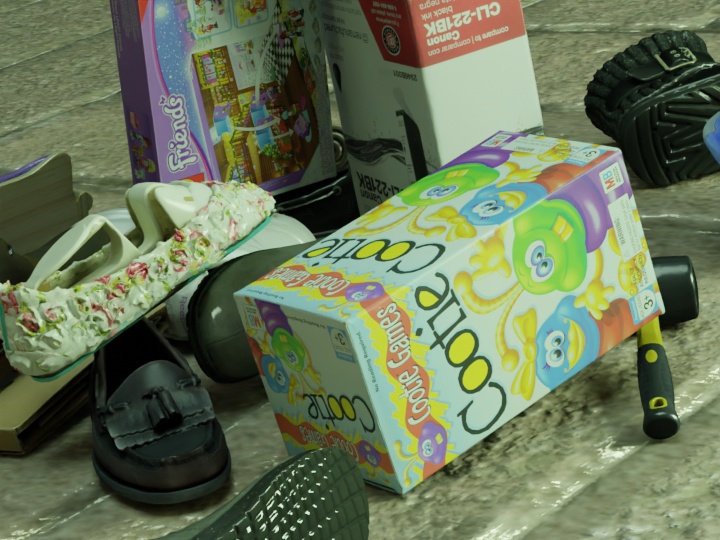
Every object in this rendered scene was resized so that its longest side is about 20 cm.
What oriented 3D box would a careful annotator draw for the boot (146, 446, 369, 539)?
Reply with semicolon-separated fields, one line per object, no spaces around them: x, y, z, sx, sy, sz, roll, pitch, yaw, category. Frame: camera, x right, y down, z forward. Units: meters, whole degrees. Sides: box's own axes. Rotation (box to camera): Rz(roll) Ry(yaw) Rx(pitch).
-0.092;0.136;1.097;0.130;0.068;0.200;-5;15;35;boot

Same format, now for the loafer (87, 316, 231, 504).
-0.122;0.072;1.312;0.071;0.063;0.200;-14;17;-12;loafer

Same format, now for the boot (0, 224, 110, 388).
-0.215;-0.002;1.425;0.074;0.097;0.200;0;30;30;boot

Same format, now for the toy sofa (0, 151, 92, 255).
-0.284;-0.015;1.627;0.199;0.098;0.083;-25;23;-39;toy sofa

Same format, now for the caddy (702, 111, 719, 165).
0.268;-0.090;1.488;0.104;0.142;0.200;-1;18;16;caddy

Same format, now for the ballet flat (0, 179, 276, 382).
-0.128;-0.011;1.353;0.075;0.064;0.200;2;33;49;ballet flat

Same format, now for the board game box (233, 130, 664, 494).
0.050;0.017;1.269;0.199;0.104;0.105;-32;26;-30;board game box

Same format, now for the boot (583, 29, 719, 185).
0.272;-0.131;1.720;0.210;0.080;0.158;-10;17;1;boot

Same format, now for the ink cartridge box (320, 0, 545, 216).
0.051;-0.099;1.539;0.083;0.201;0.144;-20;20;-22;ink cartridge box

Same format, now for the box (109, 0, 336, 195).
-0.088;-0.140;1.506;0.136;0.201;0.039;-19;25;-32;box

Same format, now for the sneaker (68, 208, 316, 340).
-0.129;0.005;1.512;0.199;0.075;0.100;-7;21;15;sneaker

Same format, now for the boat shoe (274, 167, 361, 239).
-0.089;-0.034;1.647;0.199;0.057;0.069;-6;17;10;boat shoe

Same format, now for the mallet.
0.150;0.044;1.307;0.065;0.041;0.200;-6;21;14;mallet

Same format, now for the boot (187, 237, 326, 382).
0.000;0.000;1.391;0.130;0.068;0.199;-19;4;45;boot

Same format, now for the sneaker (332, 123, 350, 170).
0.031;-0.070;1.716;0.199;0.071;0.075;1;1;23;sneaker

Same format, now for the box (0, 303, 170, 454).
-0.241;0.060;1.457;0.199;0.021;0.163;0;27;31;box
